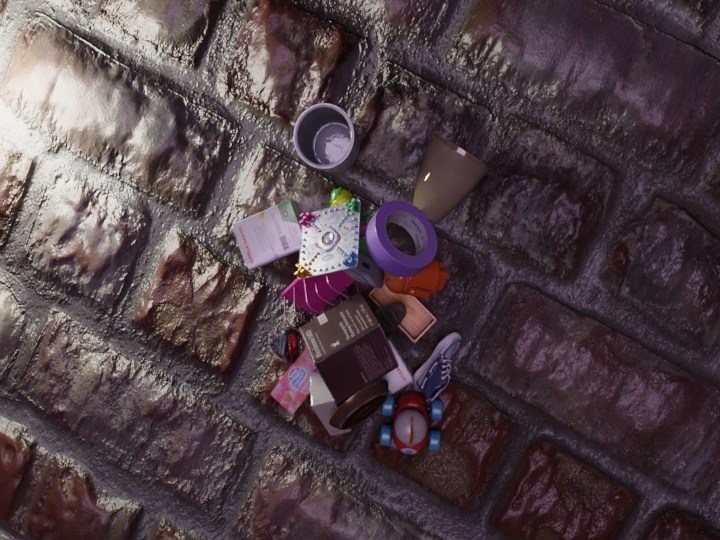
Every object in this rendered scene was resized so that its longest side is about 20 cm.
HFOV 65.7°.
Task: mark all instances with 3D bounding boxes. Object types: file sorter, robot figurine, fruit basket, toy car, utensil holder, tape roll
[{"bbox_3d":[-0.113,0.081,1.595,0.138,0.127,0.199,31,121,-33],"label":"file sorter"},{"bbox_3d":[0.151,0.013,1.600,0.195,0.116,0.148,3,77,-17],"label":"robot figurine"},{"bbox_3d":[-0.032,-0.129,1.612,0.209,0.157,0.221,-1,120,-2],"label":"fruit basket"},{"bbox_3d":[0.144,0.463,1.609,0.179,0.200,0.182,4,95,7],"label":"toy car"},{"bbox_3d":[-0.087,-0.363,1.577,0.165,0.200,0.175,0,93,6],"label":"utensil holder"},{"bbox_3d":[0.111,-0.086,1.517,0.201,0.200,0.066,48,141,1],"label":"tape roll"}]

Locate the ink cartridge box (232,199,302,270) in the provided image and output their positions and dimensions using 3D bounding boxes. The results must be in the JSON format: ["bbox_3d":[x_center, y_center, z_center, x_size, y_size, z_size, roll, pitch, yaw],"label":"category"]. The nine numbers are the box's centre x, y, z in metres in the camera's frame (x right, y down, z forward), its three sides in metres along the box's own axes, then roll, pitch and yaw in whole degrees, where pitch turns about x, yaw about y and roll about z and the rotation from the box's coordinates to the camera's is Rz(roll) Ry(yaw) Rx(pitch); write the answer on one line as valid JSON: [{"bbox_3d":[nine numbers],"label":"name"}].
[{"bbox_3d":[-0.264,-0.106,1.674,0.196,0.084,0.148,-21,91,7],"label":"ink cartridge box"}]

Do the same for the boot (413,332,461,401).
[{"bbox_3d":[0.244,0.283,1.632,0.202,0.072,0.091,-54,45,14],"label":"boot"}]

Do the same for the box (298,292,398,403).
[{"bbox_3d":[-0.031,0.205,1.493,0.197,0.166,0.166,-29,126,-5],"label":"box"}]

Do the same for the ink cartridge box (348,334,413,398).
[{"bbox_3d":[0.043,0.307,1.666,0.197,0.084,0.148,-32,93,7],"label":"ink cartridge box"}]

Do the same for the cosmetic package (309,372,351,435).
[{"bbox_3d":[-0.085,0.387,1.625,0.071,0.202,0.105,-12,50,6],"label":"cosmetic package"}]

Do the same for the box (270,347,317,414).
[{"bbox_3d":[-0.171,0.317,1.686,0.095,0.100,0.201,39,98,2],"label":"box"}]

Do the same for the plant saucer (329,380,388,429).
[{"bbox_3d":[0.004,0.379,1.540,0.200,0.200,0.035,-43,65,7],"label":"plant saucer"}]

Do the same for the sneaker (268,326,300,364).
[{"bbox_3d":[-0.236,0.214,1.644,0.094,0.201,0.080,30,62,7],"label":"sneaker"}]

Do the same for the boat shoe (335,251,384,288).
[{"bbox_3d":[0.000,0.000,1.580,0.064,0.199,0.074,-4,73,32],"label":"boat shoe"}]

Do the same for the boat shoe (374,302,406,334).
[{"bbox_3d":[0.064,0.153,1.638,0.199,0.068,0.073,-40,85,28],"label":"boat shoe"}]

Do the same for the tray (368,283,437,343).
[{"bbox_3d":[0.126,0.109,1.669,0.200,0.037,0.099,45,97,1],"label":"tray"}]

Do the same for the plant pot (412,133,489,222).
[{"bbox_3d":[0.232,-0.247,1.571,0.185,0.187,0.203,32,109,3],"label":"plant pot"}]

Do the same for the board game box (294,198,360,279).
[{"bbox_3d":[-0.092,-0.089,1.536,0.196,0.026,0.205,-12,62,29],"label":"board game box"}]
